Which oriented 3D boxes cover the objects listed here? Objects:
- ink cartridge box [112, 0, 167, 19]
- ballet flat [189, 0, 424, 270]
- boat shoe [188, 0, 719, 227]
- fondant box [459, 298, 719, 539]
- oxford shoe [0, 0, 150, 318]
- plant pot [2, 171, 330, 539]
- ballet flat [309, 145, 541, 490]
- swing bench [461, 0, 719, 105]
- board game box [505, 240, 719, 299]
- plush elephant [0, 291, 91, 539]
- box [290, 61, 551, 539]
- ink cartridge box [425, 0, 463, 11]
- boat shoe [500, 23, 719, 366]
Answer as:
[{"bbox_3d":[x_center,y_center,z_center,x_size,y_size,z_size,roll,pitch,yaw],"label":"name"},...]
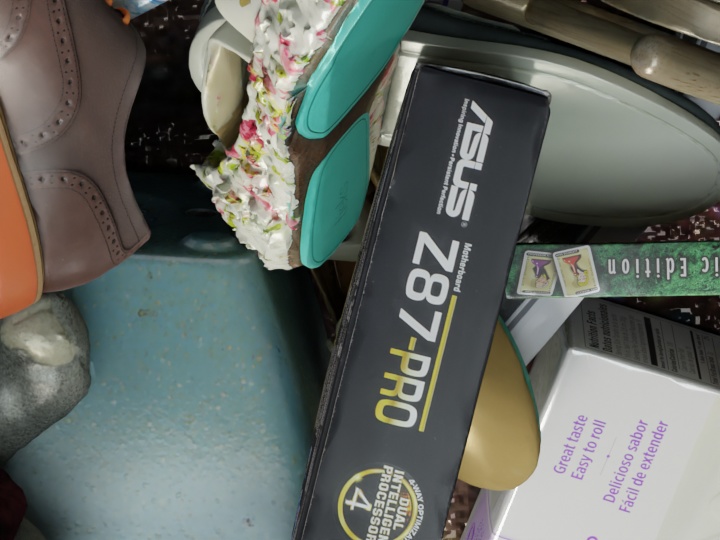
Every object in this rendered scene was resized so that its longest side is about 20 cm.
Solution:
[{"bbox_3d":[-0.102,-0.162,0.940,0.200,0.083,0.146,-24,120,19],"label":"ink cartridge box"},{"bbox_3d":[-0.022,-0.069,0.928,0.064,0.076,0.200,37,146,12],"label":"ballet flat"},{"bbox_3d":[0.040,-0.072,1.021,0.200,0.062,0.073,14,134,-2],"label":"boat shoe"},{"bbox_3d":[0.152,0.107,1.159,0.200,0.058,0.144,18,116,-6],"label":"fondant box"},{"bbox_3d":[-0.113,-0.087,0.914,0.072,0.071,0.200,-20,120,-24],"label":"oxford shoe"},{"bbox_3d":[-0.098,0.068,1.080,0.196,0.196,0.200,4,106,0],"label":"plant pot"},{"bbox_3d":[0.000,0.000,1.067,0.069,0.063,0.200,-30,86,38],"label":"ballet flat"},{"bbox_3d":[0.173,-0.144,0.958,0.200,0.130,0.199,16,99,-33],"label":"swing bench"},{"bbox_3d":[0.153,-0.002,1.001,0.200,0.105,0.023,-1,88,8],"label":"board game box"},{"bbox_3d":[-0.149,0.113,0.916,0.200,0.155,0.165,-22,96,2],"label":"plush elephant"},{"bbox_3d":[0.013,0.035,0.912,0.049,0.161,0.200,13,92,-1],"label":"box"},{"bbox_3d":[-0.030,-0.205,1.013,0.198,0.043,0.200,15,118,-5],"label":"ink cartridge box"},{"bbox_3d":[0.071,-0.035,1.088,0.066,0.070,0.200,29,121,-14],"label":"boat shoe"}]
